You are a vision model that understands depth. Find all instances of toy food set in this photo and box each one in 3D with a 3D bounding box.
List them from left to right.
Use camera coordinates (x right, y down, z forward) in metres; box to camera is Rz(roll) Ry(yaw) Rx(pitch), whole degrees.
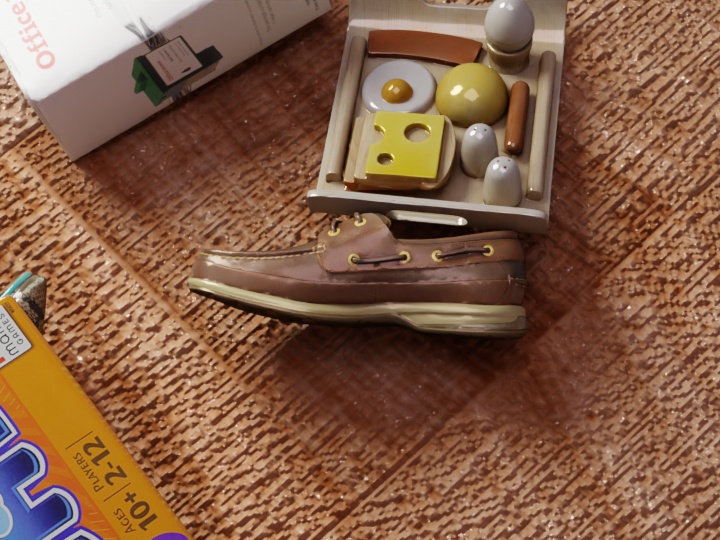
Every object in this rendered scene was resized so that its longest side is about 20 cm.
[{"bbox_3d":[0.051,-0.109,1.177,0.142,0.061,0.201,5,50,6],"label":"toy food set"}]

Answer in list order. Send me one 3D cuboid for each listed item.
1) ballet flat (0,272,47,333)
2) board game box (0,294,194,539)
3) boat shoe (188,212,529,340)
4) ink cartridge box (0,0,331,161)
[{"bbox_3d":[-0.240,0.091,1.113,0.200,0.068,0.075,-42,88,-11],"label":"ballet flat"},{"bbox_3d":[-0.186,0.181,0.975,0.199,0.200,0.200,-35,64,-14],"label":"board game box"},{"bbox_3d":[0.000,0.000,1.122,0.198,0.072,0.068,5,86,1],"label":"boat shoe"},{"bbox_3d":[-0.142,-0.186,1.226,0.199,0.084,0.147,-31,63,-4],"label":"ink cartridge box"}]
